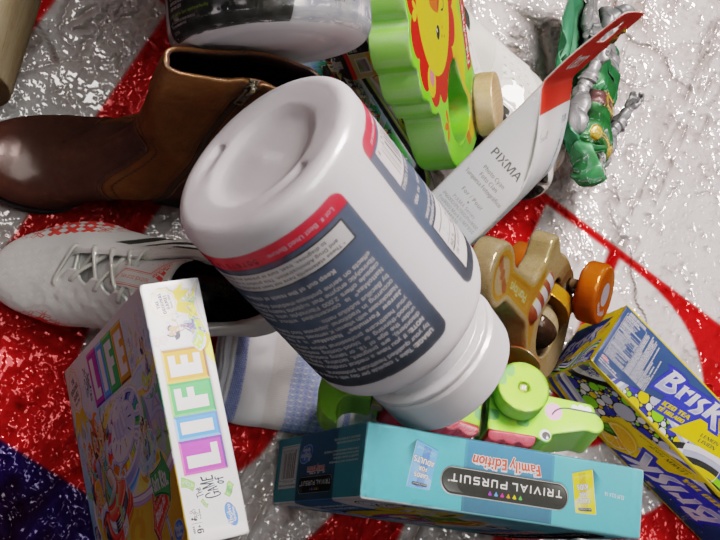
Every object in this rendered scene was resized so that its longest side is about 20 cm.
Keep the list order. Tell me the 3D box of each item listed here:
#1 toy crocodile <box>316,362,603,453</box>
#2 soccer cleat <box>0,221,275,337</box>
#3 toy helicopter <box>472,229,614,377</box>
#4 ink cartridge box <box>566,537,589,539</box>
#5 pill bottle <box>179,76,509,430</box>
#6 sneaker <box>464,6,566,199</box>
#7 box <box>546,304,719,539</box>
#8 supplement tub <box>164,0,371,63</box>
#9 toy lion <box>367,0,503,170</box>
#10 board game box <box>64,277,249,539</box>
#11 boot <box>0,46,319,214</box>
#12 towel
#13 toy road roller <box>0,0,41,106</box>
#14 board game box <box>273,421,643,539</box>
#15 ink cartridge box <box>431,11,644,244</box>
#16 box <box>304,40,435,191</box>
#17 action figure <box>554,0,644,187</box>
[{"bbox_3d":[0.067,0.095,0.842,0.197,0.068,0.063,15,57,-11],"label":"toy crocodile"},{"bbox_3d":[-0.137,0.008,0.783,0.196,0.085,0.070,8,90,-1],"label":"soccer cleat"},{"bbox_3d":[0.109,0.031,0.887,0.078,0.200,0.134,16,82,27],"label":"toy helicopter"},{"bbox_3d":[0.186,0.275,0.847,0.197,0.147,0.148,15,68,-20],"label":"ink cartridge box"},{"bbox_3d":[0.000,0.000,0.719,0.200,0.118,0.121,49,56,-34],"label":"pill bottle"},{"bbox_3d":[0.094,-0.153,0.995,0.201,0.073,0.080,55,45,-6],"label":"sneaker"},{"bbox_3d":[0.241,0.124,0.966,0.200,0.070,0.064,46,61,-6],"label":"box"},{"bbox_3d":[-0.059,-0.228,0.726,0.121,0.122,0.204,-2,87,-26],"label":"supplement tub"},{"bbox_3d":[0.044,-0.159,0.841,0.192,0.067,0.203,-62,145,-60],"label":"toy lion"},{"bbox_3d":[-0.124,0.099,0.722,0.034,0.200,0.137,-7,76,-26],"label":"board game box"},{"bbox_3d":[-0.140,-0.084,0.772,0.185,0.200,0.070,10,74,-23],"label":"boot"},{"bbox_3d":[-0.005,0.044,0.872,0.197,0.024,0.149,10,92,-23],"label":"towel"},{"bbox_3d":[-0.294,-0.188,0.763,0.197,0.146,0.125,19,66,-19],"label":"toy road roller"},{"bbox_3d":[0.061,0.143,0.824,0.197,0.151,0.048,13,74,-21],"label":"board game box"},{"bbox_3d":[0.128,-0.093,0.866,0.047,0.200,0.160,48,20,3],"label":"ink cartridge box"},{"bbox_3d":[-0.006,-0.081,0.934,0.109,0.035,0.203,-11,79,-28],"label":"box"},{"bbox_3d":[0.189,-0.148,1.005,0.118,0.054,0.203,43,47,-40],"label":"action figure"}]
